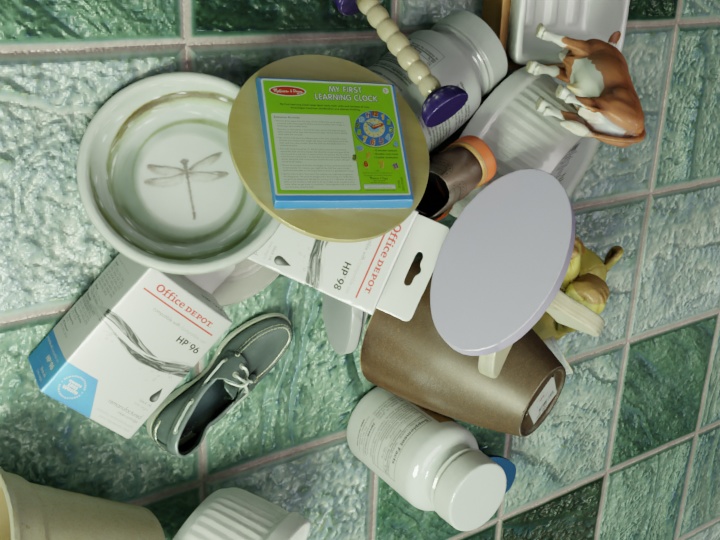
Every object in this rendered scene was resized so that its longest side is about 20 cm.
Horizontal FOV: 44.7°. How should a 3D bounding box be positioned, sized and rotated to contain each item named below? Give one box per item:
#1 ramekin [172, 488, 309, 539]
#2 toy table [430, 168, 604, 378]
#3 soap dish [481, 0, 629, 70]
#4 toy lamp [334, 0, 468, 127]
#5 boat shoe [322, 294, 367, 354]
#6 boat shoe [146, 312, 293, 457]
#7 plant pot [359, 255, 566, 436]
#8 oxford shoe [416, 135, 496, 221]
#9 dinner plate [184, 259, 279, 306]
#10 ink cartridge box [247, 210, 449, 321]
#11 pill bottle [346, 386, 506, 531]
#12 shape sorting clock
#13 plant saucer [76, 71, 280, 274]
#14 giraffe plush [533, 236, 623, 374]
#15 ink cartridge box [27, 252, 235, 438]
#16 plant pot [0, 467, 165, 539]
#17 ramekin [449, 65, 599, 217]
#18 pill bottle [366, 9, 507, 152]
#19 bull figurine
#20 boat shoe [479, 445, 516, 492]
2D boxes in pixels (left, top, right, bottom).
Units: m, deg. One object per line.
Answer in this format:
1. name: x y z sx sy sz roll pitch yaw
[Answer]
1. ramekin: -0.151 0.338 0.966 0.200 0.105 0.200 -56 166 -21
2. toy table: 0.160 0.009 0.914 0.200 0.184 0.117 -53 148 -5
3. soap dish: 0.232 -0.325 1.045 0.199 0.081 0.158 -12 115 -32
4. toy lamp: 0.030 -0.236 0.879 0.058 0.200 0.058 -31 167 -8
5. boat shoe: 0.000 0.000 1.021 0.065 0.072 0.201 -5 104 -31
6. boat shoe: -0.144 0.129 0.970 0.200 0.062 0.073 -41 127 -15
7. plant pot: 0.135 0.104 1.040 0.187 0.200 0.187 -36 143 -34
8. oxford shoe: 0.068 -0.085 0.964 0.072 0.200 0.071 -36 89 -27
9. dinner plate: -0.139 -0.052 0.925 0.200 0.024 0.201 -15 118 -31
10. ink cartridge box: -0.017 -0.033 0.892 0.199 0.067 0.116 24 94 0
11. pill bottle: 0.081 0.230 1.085 0.114 0.200 0.115 -15 117 -31
12. shape sorting clock: -0.028 -0.118 0.834 0.199 0.039 0.201 7 70 -19
13. plant saucer: -0.164 -0.088 0.833 0.199 0.050 0.201 3 74 -10
14. giraffe plush: 0.276 0.013 1.184 0.162 0.172 0.201 -41 119 -43
15. ink cartridge box: -0.213 0.053 0.868 0.200 0.068 0.116 -49 129 0
16. plant pot: -0.296 0.290 0.845 0.183 0.200 0.201 18 98 -44
17. ramekin: 0.192 -0.126 1.027 0.200 0.105 0.200 -44 158 -22
18. pill bottle: 0.059 -0.188 0.954 0.200 0.113 0.114 -41 127 -15
19. bull figurine: 0.247 -0.208 0.949 0.121 0.200 0.065 10 130 -13
20. boat shoe: 0.137 0.283 1.237 0.199 0.069 0.085 11 94 -39
